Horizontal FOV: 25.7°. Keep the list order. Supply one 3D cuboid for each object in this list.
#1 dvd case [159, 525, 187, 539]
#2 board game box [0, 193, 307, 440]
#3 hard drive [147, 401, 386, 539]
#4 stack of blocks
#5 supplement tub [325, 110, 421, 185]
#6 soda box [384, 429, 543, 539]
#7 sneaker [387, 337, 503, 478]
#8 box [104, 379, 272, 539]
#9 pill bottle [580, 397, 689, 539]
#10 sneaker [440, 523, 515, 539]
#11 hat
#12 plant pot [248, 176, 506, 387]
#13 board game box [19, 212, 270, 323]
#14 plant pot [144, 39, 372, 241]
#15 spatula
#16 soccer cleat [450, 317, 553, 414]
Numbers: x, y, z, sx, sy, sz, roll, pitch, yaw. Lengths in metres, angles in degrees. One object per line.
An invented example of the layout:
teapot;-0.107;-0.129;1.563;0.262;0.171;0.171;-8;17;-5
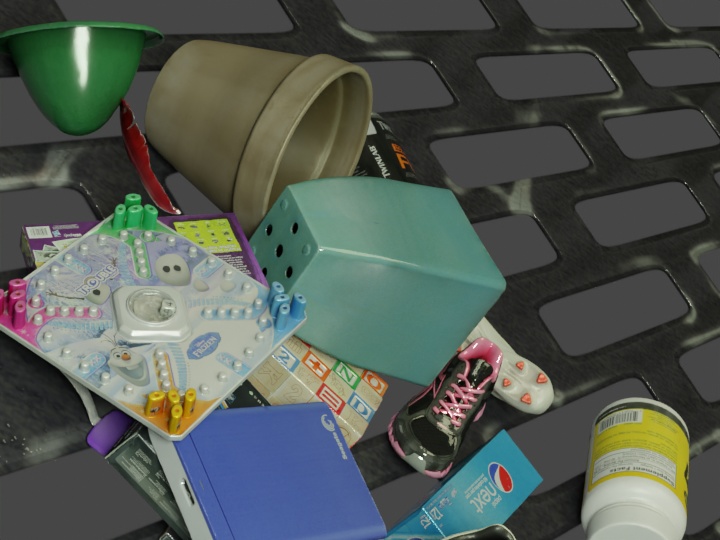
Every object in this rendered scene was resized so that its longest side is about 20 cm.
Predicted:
dvd case;-0.078;0.224;1.363;0.149;0.016;0.200;46;31;-6
board game box;-0.172;0.030;1.302;0.199;0.026;0.200;31;41;15
hard drive;-0.072;0.173;1.292;0.199;0.025;0.133;2;56;-51
stack of blocks;-0.076;0.080;1.463;0.200;0.059;0.115;43;24;-4
supplement tub;0.000;-0.084;1.680;0.122;0.122;0.201;-2;58;-51
soda box;0.101;0.230;1.527;0.068;0.064;0.200;52;33;4
sneaker;0.094;0.130;1.588;0.079;0.096;0.200;37;32;1
box;-0.100;0.177;1.323;0.200;0.046;0.159;47;31;-6
pill bottle;0.297;0.241;1.706;0.114;0.114;0.201;39;34;-14
sneaker;0.049;0.269;1.352;0.199;0.088;0.076;-24;71;-29
hat;-0.256;-0.131;1.461;0.164;0.200;0.178;-5;90;-7
plant pot;0.000;0.000;1.484;0.199;0.142;0.142;12;36;-38
board game box;-0.185;0.002;1.370;0.198;0.033;0.120;-4;40;-25
plant pot;-0.109;-0.141;1.551;0.172;0.202;0.200;27;27;18
spatula;-0.237;0.093;1.301;0.200;0.021;0.057;49;33;-4
soccer cleat;0.127;0.086;1.721;0.200;0.069;0.078;43;-10;13
